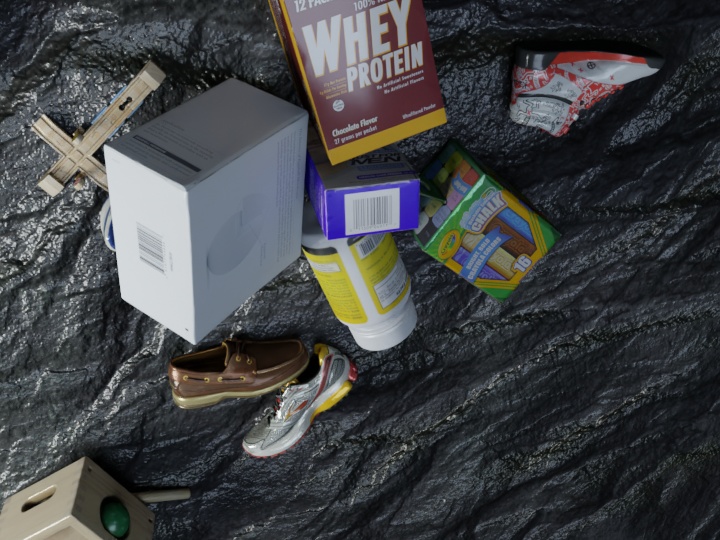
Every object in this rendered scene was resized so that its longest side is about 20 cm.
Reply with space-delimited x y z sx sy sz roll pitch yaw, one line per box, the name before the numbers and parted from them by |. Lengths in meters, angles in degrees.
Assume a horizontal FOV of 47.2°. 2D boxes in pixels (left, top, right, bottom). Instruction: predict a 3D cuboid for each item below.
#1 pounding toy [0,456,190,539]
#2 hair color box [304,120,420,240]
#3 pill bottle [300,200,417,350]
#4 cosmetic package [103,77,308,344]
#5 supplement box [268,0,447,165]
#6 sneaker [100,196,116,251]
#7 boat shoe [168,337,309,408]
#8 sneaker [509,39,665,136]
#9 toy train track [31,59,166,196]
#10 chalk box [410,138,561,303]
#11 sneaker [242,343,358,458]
pounding toy | -0.379 0.362 1.179 0.197 0.144 0.185 -28 123 14
hair color box | -0.008 -0.115 0.956 0.106 0.201 0.066 -7 120 -11
pill bottle | 0.000 0.000 1.077 0.112 0.115 0.203 -25 123 -1
cosmetic package | -0.163 -0.071 0.910 0.199 0.121 0.203 -40 148 -43
supplement box | -0.016 -0.258 0.870 0.130 0.201 0.201 -20 123 -3
sneaker | -0.229 -0.100 0.966 0.075 0.088 0.201 35 102 -28
boat shoe | -0.167 0.130 1.127 0.195 0.073 0.069 -14 125 -5
sneaker | 0.285 -0.233 1.056 0.196 0.068 0.110 -3 121 -11
toy train track | -0.298 -0.158 0.945 0.200 0.033 0.114 -43 122 9
chalk box | 0.137 -0.076 1.067 0.198 0.126 0.124 32 107 -31
sneaker | -0.099 0.183 1.184 0.200 0.078 0.082 -45 118 1
